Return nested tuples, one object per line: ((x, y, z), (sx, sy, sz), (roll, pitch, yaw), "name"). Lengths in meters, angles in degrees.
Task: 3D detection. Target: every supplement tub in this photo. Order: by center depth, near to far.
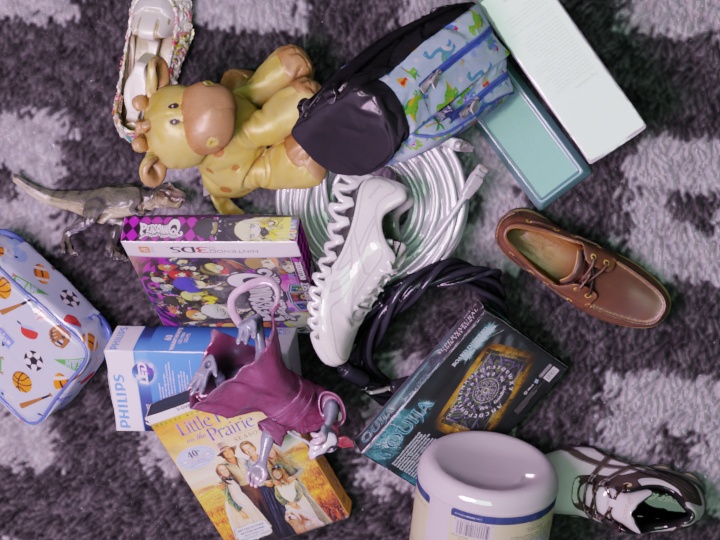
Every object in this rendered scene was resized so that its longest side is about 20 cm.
((0.120, 0.282, 1.672), (0.144, 0.145, 0.201), (10, 114, 7), "supplement tub")

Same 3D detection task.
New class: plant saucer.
((0.155, -0.161, 1.700), (0.070, 0.019, 0.200), (-37, 89, 10), "plant saucer")

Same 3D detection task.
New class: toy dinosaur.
((-0.283, -0.056, 1.763), (0.199, 0.047, 0.088), (3, 82, 9), "toy dinosaur")

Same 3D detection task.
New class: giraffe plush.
((-0.148, -0.147, 1.649), (0.200, 0.162, 0.173), (-39, 56, 27), "giraffe plush")

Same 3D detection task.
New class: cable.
((0.076, 0.070, 1.690), (0.200, 0.051, 0.163), (-39, 118, 14), "cable")
((0.015, -0.074, 1.704), (0.199, 0.069, 0.200), (26, 100, 5), "cable")

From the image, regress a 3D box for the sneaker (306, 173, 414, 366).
((0.000, 0.000, 1.625), (0.081, 0.075, 0.201), (12, 91, 19), "sneaker")

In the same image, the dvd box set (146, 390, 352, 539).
((-0.117, 0.202, 1.727), (0.146, 0.029, 0.200), (-20, 115, 16), "dvd box set")

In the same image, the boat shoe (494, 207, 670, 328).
((0.227, 0.003, 1.680), (0.200, 0.068, 0.072), (29, 99, 4), "boat shoe")

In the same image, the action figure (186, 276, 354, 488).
((-0.082, 0.124, 1.633), (0.134, 0.200, 0.149), (-21, 49, 34), "action figure")

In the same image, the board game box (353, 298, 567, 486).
((0.105, 0.139, 1.697), (0.135, 0.028, 0.200), (35, 101, -32), "board game box")

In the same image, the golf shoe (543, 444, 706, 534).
((0.258, 0.229, 1.687), (0.199, 0.094, 0.078), (3, 97, 10), "golf shoe")

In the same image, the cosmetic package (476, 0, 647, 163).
((0.204, -0.207, 1.646), (0.074, 0.102, 0.200), (-34, 89, 11), "cosmetic package")

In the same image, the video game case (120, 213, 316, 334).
((-0.135, 0.007, 1.678), (0.181, 0.200, 0.036), (1, 61, 9), "video game case")

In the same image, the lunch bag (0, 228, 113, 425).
((-0.377, 0.061, 1.764), (0.200, 0.076, 0.160), (44, 121, 4), "lunch bag")

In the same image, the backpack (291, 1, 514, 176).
((0.055, -0.179, 1.592), (0.154, 0.163, 0.200), (42, 63, -13), "backpack")

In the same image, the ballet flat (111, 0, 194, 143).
((-0.221, -0.230, 1.725), (0.075, 0.064, 0.201), (9, 97, 8), "ballet flat")

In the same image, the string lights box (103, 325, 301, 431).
((-0.165, 0.117, 1.739), (0.199, 0.059, 0.103), (1, 118, 9), "string lights box")
